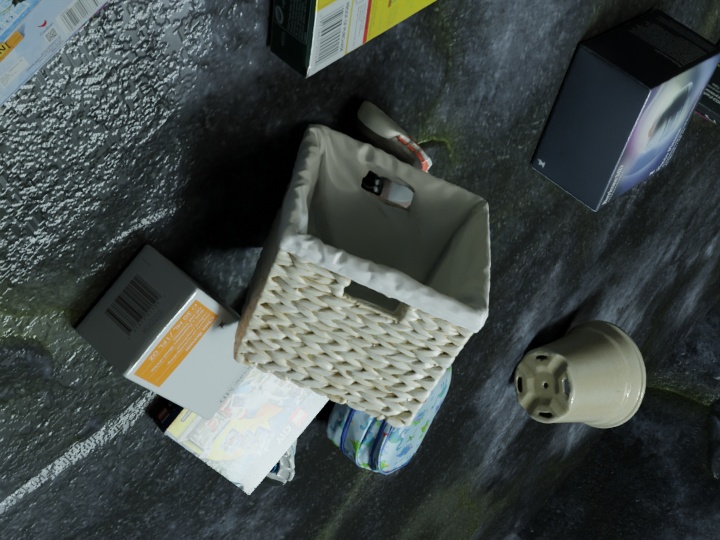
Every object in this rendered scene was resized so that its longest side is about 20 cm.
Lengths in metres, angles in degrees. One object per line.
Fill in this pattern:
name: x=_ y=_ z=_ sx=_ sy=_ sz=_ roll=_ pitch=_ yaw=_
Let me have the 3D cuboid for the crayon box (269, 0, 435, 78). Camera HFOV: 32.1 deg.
crayon box: x=0.013 y=-0.261 z=1.052 sx=0.200 sy=0.051 sz=0.127 roll=-35 pitch=152 yaw=-33

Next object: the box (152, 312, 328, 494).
box: x=-0.104 y=0.121 z=1.323 sx=0.200 sy=0.038 sz=0.137 roll=-50 pitch=125 yaw=-4

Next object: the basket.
basket: x=0.002 y=0.003 z=1.162 sx=0.201 sy=0.197 sz=0.161 roll=-80 pitch=-164 yaw=-54

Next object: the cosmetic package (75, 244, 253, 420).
cosmetic package: x=-0.168 y=0.063 z=1.161 sx=0.102 sy=0.071 sz=0.200 roll=-50 pitch=158 yaw=-3

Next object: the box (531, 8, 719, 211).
box: x=0.355 y=-0.214 z=1.671 sx=0.198 sy=0.123 sz=0.201 roll=-29 pitch=148 yaw=-40

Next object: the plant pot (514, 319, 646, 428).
plant pot: x=0.384 y=0.197 z=2.266 sx=0.183 sy=0.200 sz=0.201 roll=-4 pitch=129 yaw=-46

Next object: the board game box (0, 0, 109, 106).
board game box: x=-0.256 y=-0.156 z=0.714 sx=0.200 sy=0.041 sz=0.200 roll=-47 pitch=157 yaw=-11

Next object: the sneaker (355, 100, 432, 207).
sneaker: x=0.024 y=-0.100 z=1.282 sx=0.082 sy=0.077 sz=0.200 roll=-44 pitch=156 yaw=-2

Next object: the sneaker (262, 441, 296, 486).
sneaker: x=-0.100 y=0.151 z=1.442 sx=0.087 sy=0.074 sz=0.201 roll=-75 pitch=174 yaw=-50

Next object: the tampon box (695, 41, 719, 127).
tampon box: x=0.651 y=-0.317 z=2.034 sx=0.201 sy=0.150 sz=0.126 roll=-55 pitch=156 yaw=8

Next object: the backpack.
backpack: x=0.037 y=0.165 z=1.630 sx=0.200 sy=0.154 sz=0.163 roll=-47 pitch=167 yaw=22
